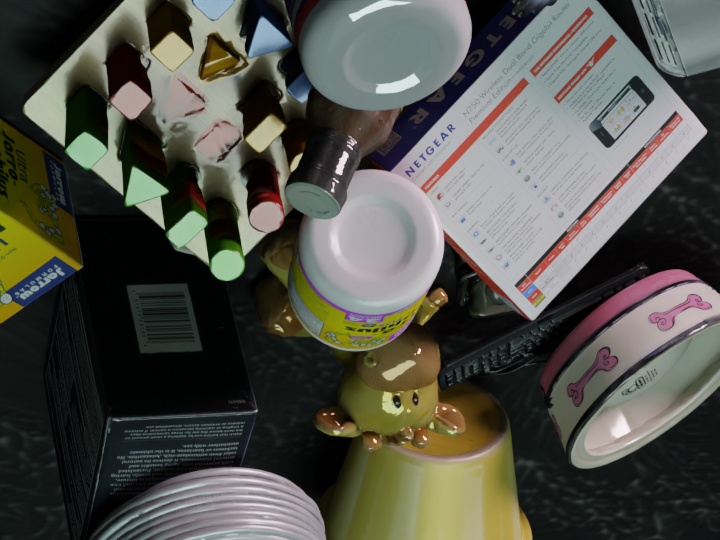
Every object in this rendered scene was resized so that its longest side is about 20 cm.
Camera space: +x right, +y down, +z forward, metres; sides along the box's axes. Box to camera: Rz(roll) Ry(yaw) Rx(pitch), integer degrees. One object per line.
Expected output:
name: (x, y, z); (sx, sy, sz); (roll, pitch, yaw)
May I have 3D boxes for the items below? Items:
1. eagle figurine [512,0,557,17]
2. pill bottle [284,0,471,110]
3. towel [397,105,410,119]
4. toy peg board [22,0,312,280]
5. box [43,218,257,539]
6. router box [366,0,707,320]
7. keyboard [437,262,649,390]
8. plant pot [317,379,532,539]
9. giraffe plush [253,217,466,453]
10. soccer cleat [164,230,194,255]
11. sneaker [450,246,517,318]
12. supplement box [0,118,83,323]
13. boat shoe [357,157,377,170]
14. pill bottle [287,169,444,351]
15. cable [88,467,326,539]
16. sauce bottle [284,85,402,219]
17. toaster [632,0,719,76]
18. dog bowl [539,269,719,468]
eagle figurine: (0.178, -0.261, 1.516); (0.199, 0.152, 0.152); (-12, 178, 13)
pill bottle: (-0.001, -0.208, 1.513); (0.112, 0.201, 0.113); (-10, 141, -8)
towel: (0.103, -0.117, 1.799); (0.199, 0.023, 0.145); (10, 137, -25)
toy peg board: (-0.098, -0.106, 1.609); (0.199, 0.098, 0.200); (-43, 115, 15)
box: (-0.170, 0.096, 1.819); (0.123, 0.201, 0.199); (-1, 140, -18)
router box: (0.133, -0.095, 1.716); (0.200, 0.049, 0.180); (-46, 119, -2)
keyboard: (0.160, 0.060, 1.974); (0.199, 0.040, 0.104); (-26, 170, -3)
plant pot: (0.059, 0.203, 2.043); (0.200, 0.201, 0.190); (-4, 123, -15)
giraffe plush: (0.010, 0.060, 1.864); (0.172, 0.163, 0.200); (-17, 140, 0)
soccer cleat: (-0.092, -0.093, 1.710); (0.070, 0.087, 0.200); (10, 134, -28)
sneaker: (0.104, -0.040, 1.788); (0.076, 0.115, 0.200); (-10, 140, -5)
supplement box: (-0.309, -0.057, 1.661); (0.109, 0.110, 0.200); (-33, 138, 20)
boat shoe: (-0.007, -0.142, 1.701); (0.075, 0.060, 0.201); (-3, 126, -6)
pill bottle: (0.000, 0.000, 1.704); (0.104, 0.105, 0.200); (-10, 168, -7)
cable: (-0.121, 0.233, 1.784); (0.199, 0.069, 0.200); (-23, 143, 7)
sauce bottle: (0.002, -0.126, 1.564); (0.064, 0.201, 0.065); (16, 149, 10)
toaster: (0.248, -0.230, 1.640); (0.129, 0.114, 0.200); (-20, 135, 9)
dog bowl: (0.240, 0.080, 1.991); (0.200, 0.074, 0.200); (-31, 157, -15)
